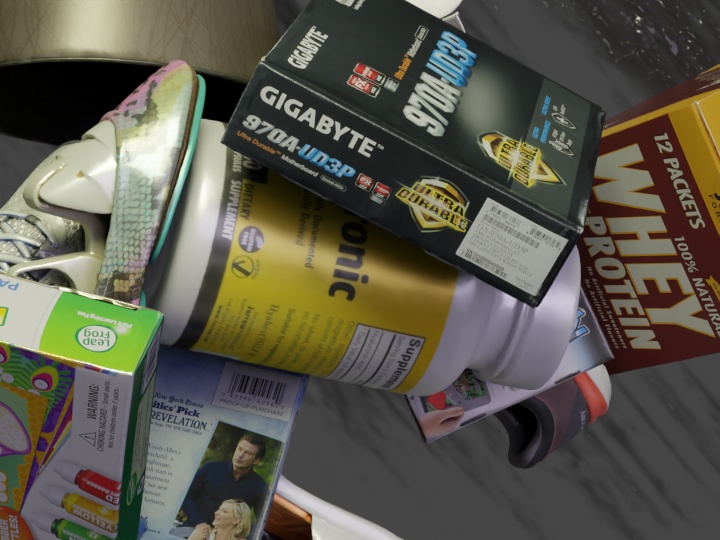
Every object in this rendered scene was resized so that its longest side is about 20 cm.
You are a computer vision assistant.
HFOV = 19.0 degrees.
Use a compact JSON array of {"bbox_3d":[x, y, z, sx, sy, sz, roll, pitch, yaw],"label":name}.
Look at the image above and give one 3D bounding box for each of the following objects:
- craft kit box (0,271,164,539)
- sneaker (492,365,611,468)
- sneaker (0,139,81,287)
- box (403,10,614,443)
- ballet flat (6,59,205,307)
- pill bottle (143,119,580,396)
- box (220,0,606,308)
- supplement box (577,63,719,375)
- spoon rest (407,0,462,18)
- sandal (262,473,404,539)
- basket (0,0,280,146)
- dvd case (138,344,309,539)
[{"bbox_3d":[-0.190,0.074,0.915,0.197,0.200,0.049,16,42,6],"label":"craft kit box"},{"bbox_3d":[0.056,0.028,1.182,0.200,0.077,0.082,48,68,-13],"label":"sneaker"},{"bbox_3d":[-0.175,0.020,1.007,0.200,0.077,0.085,-61,151,-12],"label":"sneaker"},{"bbox_3d":[0.042,-0.022,1.131,0.110,0.035,0.200,-24,90,0],"label":"box"},{"bbox_3d":[-0.123,-0.003,0.975,0.071,0.069,0.200,12,89,-19],"label":"ballet flat"},{"bbox_3d":[0.000,0.000,1.050,0.200,0.111,0.111,12,74,-15],"label":"pill bottle"},{"bbox_3d":[0.032,-0.069,1.014,0.159,0.046,0.200,28,22,-1],"label":"box"},{"bbox_3d":[0.220,-0.046,1.218,0.200,0.197,0.133,-26,94,-32],"label":"supplement box"},{"bbox_3d":[0.041,-0.202,1.180,0.099,0.061,0.200,51,41,-9],"label":"spoon rest"},{"bbox_3d":[-0.036,0.147,1.106,0.207,0.079,0.059,32,67,-12],"label":"sandal"},{"bbox_3d":[-0.120,-0.175,1.086,0.180,0.136,0.200,7,74,-27],"label":"basket"},{"bbox_3d":[-0.117,0.115,1.029,0.143,0.018,0.200,12,57,7],"label":"dvd case"}]
